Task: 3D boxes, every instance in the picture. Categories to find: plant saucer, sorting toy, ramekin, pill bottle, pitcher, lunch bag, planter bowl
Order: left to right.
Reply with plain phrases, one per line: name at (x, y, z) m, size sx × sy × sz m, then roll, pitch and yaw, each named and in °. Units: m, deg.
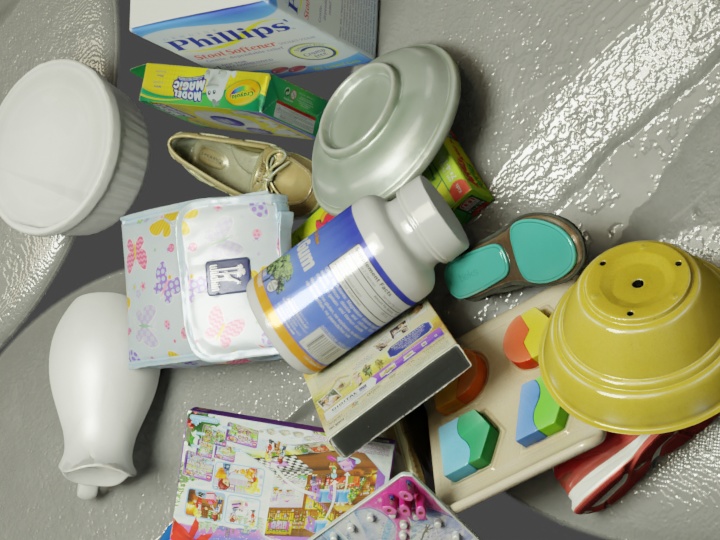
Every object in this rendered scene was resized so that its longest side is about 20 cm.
ramekin at (-0.330, -0.132, 1.850) m, size 0.200 × 0.094 × 0.205 m, roll -8°, pitch 76°, yaw 32°
pitcher at (-0.285, 0.140, 1.758) m, size 0.172 × 0.120 × 0.202 m, roll 132°, pitch 142°, yaw -62°
lunch bag at (-0.150, 0.012, 1.662) m, size 0.198 × 0.126 × 0.172 m, roll -6°, pitch 85°, yaw 40°
pill bottle at (0.000, 0.000, 1.522) m, size 0.199 × 0.112 × 0.113 m, roll -36°, pitch 62°, yaw 12°
plant saucer at (0.011, -0.149, 1.603) m, size 0.199 × 0.050 × 0.202 m, roll -32°, pitch 40°, yaw 32°
sorting toy at (0.131, 0.111, 1.471) m, size 0.184 × 0.036 × 0.201 m, roll -31°, pitch 40°, yaw 29°
planter bowl at (0.241, 0.036, 1.374) m, size 0.198 × 0.084 × 0.202 m, roll -12°, pitch 44°, yaw 11°

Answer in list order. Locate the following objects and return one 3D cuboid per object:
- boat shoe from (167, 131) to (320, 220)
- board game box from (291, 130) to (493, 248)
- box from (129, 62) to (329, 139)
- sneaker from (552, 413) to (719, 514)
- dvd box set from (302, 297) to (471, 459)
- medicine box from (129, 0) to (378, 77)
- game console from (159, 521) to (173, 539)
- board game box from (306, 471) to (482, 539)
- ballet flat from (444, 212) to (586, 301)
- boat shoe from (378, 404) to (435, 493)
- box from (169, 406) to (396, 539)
boat shoe at (-0.120, -0.106, 1.720) m, size 0.199 × 0.063 × 0.074 m, roll 25°, pitch 95°, yaw 35°
board game box at (0.028, -0.052, 1.619) m, size 0.200 × 0.047 × 0.102 m, roll -41°, pitch 61°, yaw 21°
box at (-0.145, -0.182, 1.721) m, size 0.198 × 0.117 × 0.049 m, roll 12°, pitch 86°, yaw 36°
sneaker at (0.234, 0.114, 1.428) m, size 0.200 × 0.078 × 0.116 m, roll -43°, pitch 61°, yaw 18°
dvd box set at (0.019, 0.089, 1.510) m, size 0.146 × 0.030 × 0.200 m, roll -37°, pitch 19°, yaw 1°
medicine box at (-0.107, -0.278, 1.663) m, size 0.180 × 0.199 × 0.104 m, roll -5°, pitch 77°, yaw 33°
game console at (-0.136, 0.375, 1.605) m, size 0.200 × 0.118 × 0.172 m, roll 38°, pitch 100°, yaw 33°
board game box at (0.035, 0.304, 1.471) m, size 0.199 × 0.200 × 0.026 m, roll -38°, pitch 19°, yaw 22°
ballet flat at (0.155, -0.018, 1.483) m, size 0.199 × 0.068 × 0.069 m, roll -14°, pitch 93°, yaw 56°
boat shoe at (0.035, 0.186, 1.550) m, size 0.066 × 0.074 × 0.202 m, roll -23°, pitch 68°, yaw 23°
box at (-0.073, 0.212, 1.506) m, size 0.197 × 0.039 × 0.139 m, roll 9°, pitch 91°, yaw 4°
